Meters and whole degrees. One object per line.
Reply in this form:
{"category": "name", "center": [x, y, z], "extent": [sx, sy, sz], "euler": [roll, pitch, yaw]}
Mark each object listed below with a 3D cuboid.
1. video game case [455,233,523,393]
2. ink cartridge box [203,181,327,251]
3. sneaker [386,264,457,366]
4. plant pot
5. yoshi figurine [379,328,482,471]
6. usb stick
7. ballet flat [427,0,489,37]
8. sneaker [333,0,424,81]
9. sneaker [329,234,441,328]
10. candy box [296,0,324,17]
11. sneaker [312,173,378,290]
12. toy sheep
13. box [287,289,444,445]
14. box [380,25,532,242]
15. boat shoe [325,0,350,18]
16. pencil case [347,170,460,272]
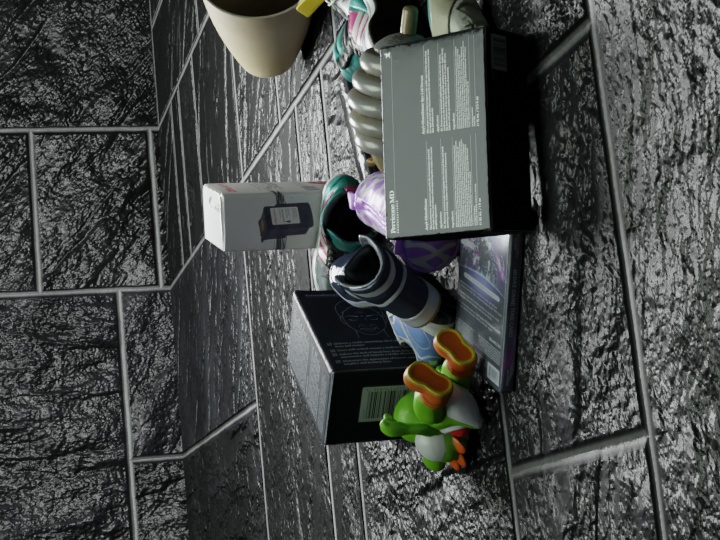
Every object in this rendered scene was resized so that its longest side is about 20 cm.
{"category": "video game case", "center": [0.137, 0.014, 1.597], "extent": [0.143, 0.019, 0.202], "euler": [-138, 49, -67]}
{"category": "ink cartridge box", "center": [-0.118, -0.080, 2.130], "extent": [0.145, 0.198, 0.085], "euler": [-153, 62, -71]}
{"category": "sneaker", "center": [0.055, 0.047, 1.777], "extent": [0.200, 0.075, 0.078], "euler": [-124, 40, -63]}
{"category": "plant pot", "center": [-0.152, -0.398, 2.288], "extent": [0.201, 0.185, 0.189], "euler": [88, 171, -60]}
{"category": "yoshi figurine", "center": [0.075, 0.149, 1.667], "extent": [0.201, 0.111, 0.113], "euler": [90, 177, -52]}
{"category": "usb stick", "center": [0.004, -0.178, 2.001], "extent": [0.056, 0.032, 0.202], "euler": [99, 161, -54]}
{"category": "ballet flat", "center": [0.114, -0.230, 1.585], "extent": [0.069, 0.069, 0.202], "euler": [180, 86, -73]}
{"category": "sneaker", "center": [0.018, -0.270, 1.815], "extent": [0.201, 0.083, 0.121], "euler": [-99, 21, -47]}
{"category": "sneaker", "center": [0.000, 0.000, 1.703], "extent": [0.199, 0.108, 0.071], "euler": [23, 82, 55]}
{"category": "candy box", "center": [-0.011, -0.408, 1.865], "extent": [0.200, 0.026, 0.103], "euler": [-36, 27, 51]}
{"category": "sneaker", "center": [-0.019, -0.028, 2.021], "extent": [0.121, 0.083, 0.202], "euler": [-140, 51, -81]}
{"category": "toy sheep", "center": [0.049, -0.195, 1.653], "extent": [0.138, 0.136, 0.202], "euler": [-135, 43, -66]}
{"category": "box", "center": [0.004, 0.114, 1.835], "extent": [0.200, 0.147, 0.108], "euler": [-119, 31, -57]}
{"category": "box", "center": [0.097, -0.135, 1.509], "extent": [0.140, 0.078, 0.202], "euler": [-4, 87, 40]}
{"category": "boat shoe", "center": [-0.019, -0.373, 1.988], "extent": [0.074, 0.066, 0.202], "euler": [110, 153, -52]}
{"category": "pencil case", "center": [0.052, -0.060, 1.759], "extent": [0.200, 0.085, 0.085], "euler": [-133, 30, -67]}
